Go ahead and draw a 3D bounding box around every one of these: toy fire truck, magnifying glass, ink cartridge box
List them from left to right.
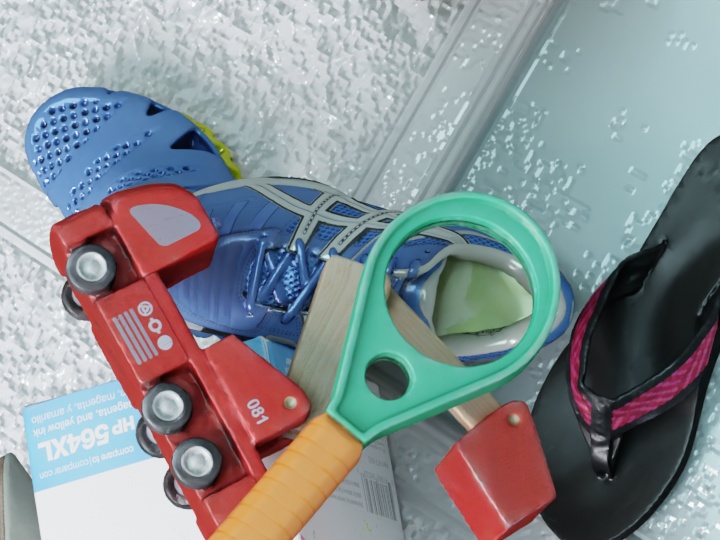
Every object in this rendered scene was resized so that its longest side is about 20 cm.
[{"bbox_3d":[-0.054,0.149,1.179,0.125,0.129,0.201,-16,72,19],"label":"ink cartridge box"},{"bbox_3d":[-0.025,0.040,1.103,0.141,0.049,0.200,-27,79,-16],"label":"toy fire truck"},{"bbox_3d":[0.006,0.049,1.068,0.080,0.022,0.200,40,70,4],"label":"magnifying glass"}]

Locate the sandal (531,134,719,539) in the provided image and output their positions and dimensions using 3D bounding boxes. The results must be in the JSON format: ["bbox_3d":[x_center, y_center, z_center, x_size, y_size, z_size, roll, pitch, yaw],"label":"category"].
[{"bbox_3d":[0.127,0.026,1.173,0.075,0.045,0.200,28,91,25],"label":"sandal"}]

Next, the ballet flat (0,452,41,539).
[{"bbox_3d":[-0.143,0.185,1.257,0.063,0.067,0.201,-1,78,-5],"label":"ballet flat"}]

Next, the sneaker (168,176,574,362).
[{"bbox_3d":[0.000,0.000,1.165,0.199,0.077,0.076,3,93,-10],"label":"sneaker"}]

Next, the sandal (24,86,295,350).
[{"bbox_3d":[-0.087,-0.025,1.255,0.200,0.087,0.080,36,97,27],"label":"sandal"}]
